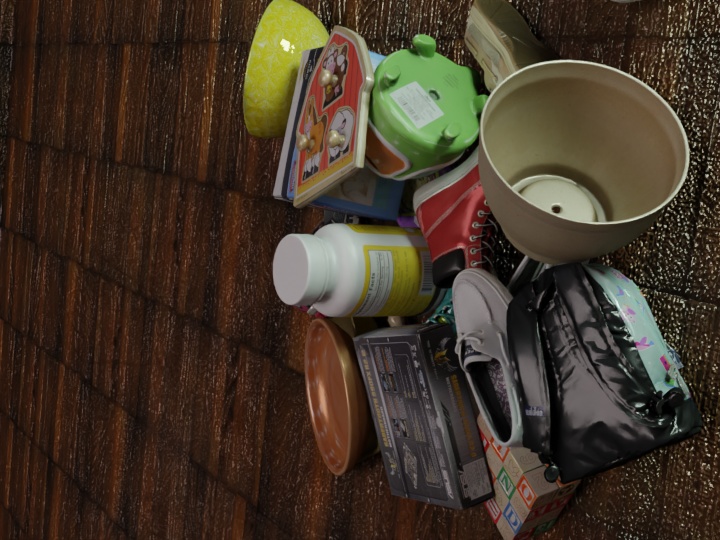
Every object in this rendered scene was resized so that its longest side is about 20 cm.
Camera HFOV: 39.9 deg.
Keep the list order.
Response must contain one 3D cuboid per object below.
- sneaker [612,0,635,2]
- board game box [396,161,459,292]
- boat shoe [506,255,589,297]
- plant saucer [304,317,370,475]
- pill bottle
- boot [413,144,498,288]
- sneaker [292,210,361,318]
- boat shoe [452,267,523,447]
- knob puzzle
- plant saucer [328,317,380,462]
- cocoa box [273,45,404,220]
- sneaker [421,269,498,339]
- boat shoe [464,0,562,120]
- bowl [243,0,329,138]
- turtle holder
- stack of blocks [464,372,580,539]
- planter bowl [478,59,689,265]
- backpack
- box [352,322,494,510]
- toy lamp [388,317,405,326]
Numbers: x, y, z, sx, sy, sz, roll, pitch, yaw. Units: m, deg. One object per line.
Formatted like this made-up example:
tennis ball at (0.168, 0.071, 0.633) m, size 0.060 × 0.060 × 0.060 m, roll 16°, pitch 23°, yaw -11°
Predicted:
sneaker at (0.268, -0.367, 0.975) m, size 0.146 × 0.080 × 0.201 m, roll -20°, pitch 79°, yaw 48°
board game box at (0.093, -0.085, 1.256) m, size 0.120 × 0.032 × 0.201 m, roll -55°, pitch 47°, yaw 32°
boat shoe at (0.179, 0.039, 1.101) m, size 0.074 × 0.066 × 0.201 m, roll 48°, pitch 128°, yaw 43°
plant saucer at (-0.029, 0.159, 1.272) m, size 0.200 × 0.037 × 0.202 m, roll 174°, pitch 90°, yaw -73°
pill bottle at (0.000, 0.000, 1.190) m, size 0.111 × 0.199 × 0.112 m, roll -4°, pitch 86°, yaw 54°
boot at (0.151, -0.063, 1.109) m, size 0.200 × 0.072 × 0.145 m, roll -35°, pitch 52°, yaw 34°
sneaker at (-0.051, -0.031, 1.370) m, size 0.081 × 0.074 × 0.201 m, roll -50°, pitch 22°, yaw 50°
boat shoe at (0.134, 0.091, 1.039) m, size 0.072 × 0.068 × 0.201 m, roll -29°, pitch 71°, yaw 42°
knob puzzle at (-0.041, -0.191, 1.147) m, size 0.220 × 0.030 × 0.221 m, roll -37°, pitch 48°, yaw 57°
plant saucer at (-0.007, 0.159, 1.343) m, size 0.200 × 0.048 × 0.201 m, roll 133°, pitch 128°, yaw -63°
cocoa box at (-0.015, -0.176, 1.280) m, size 0.131 × 0.133 × 0.201 m, roll 13°, pitch 92°, yaw 64°
sneaker at (0.110, 0.071, 1.187) m, size 0.077 × 0.079 × 0.201 m, roll 40°, pitch 120°, yaw 47°
boat shoe at (0.174, -0.226, 1.117) m, size 0.201 × 0.072 × 0.065 m, roll 63°, pitch 146°, yaw 34°
bowl at (-0.083, -0.277, 1.412) m, size 0.107 × 0.200 × 0.202 m, roll 15°, pitch 106°, yaw 10°
turtle holder at (0.064, -0.185, 1.142) m, size 0.132 × 0.140 × 0.186 m, roll -47°, pitch 20°, yaw 48°
stack of blocks at (0.154, 0.188, 1.110) m, size 0.201 × 0.058 × 0.116 m, roll 59°, pitch 153°, yaw 33°
planter bowl at (0.207, -0.090, 0.987) m, size 0.135 × 0.199 × 0.201 m, roll 97°, pitch 154°, yaw -58°
backpack at (0.230, 0.091, 0.980) m, size 0.166 × 0.126 × 0.201 m, roll -30°, pitch 69°, yaw 29°
box at (0.069, 0.164, 1.138) m, size 0.158 × 0.048 × 0.201 m, roll -12°, pitch 93°, yaw 63°
toy lamp at (0.044, 0.061, 1.296) m, size 0.058 × 0.058 × 0.201 m, roll -45°, pitch 54°, yaw 43°
